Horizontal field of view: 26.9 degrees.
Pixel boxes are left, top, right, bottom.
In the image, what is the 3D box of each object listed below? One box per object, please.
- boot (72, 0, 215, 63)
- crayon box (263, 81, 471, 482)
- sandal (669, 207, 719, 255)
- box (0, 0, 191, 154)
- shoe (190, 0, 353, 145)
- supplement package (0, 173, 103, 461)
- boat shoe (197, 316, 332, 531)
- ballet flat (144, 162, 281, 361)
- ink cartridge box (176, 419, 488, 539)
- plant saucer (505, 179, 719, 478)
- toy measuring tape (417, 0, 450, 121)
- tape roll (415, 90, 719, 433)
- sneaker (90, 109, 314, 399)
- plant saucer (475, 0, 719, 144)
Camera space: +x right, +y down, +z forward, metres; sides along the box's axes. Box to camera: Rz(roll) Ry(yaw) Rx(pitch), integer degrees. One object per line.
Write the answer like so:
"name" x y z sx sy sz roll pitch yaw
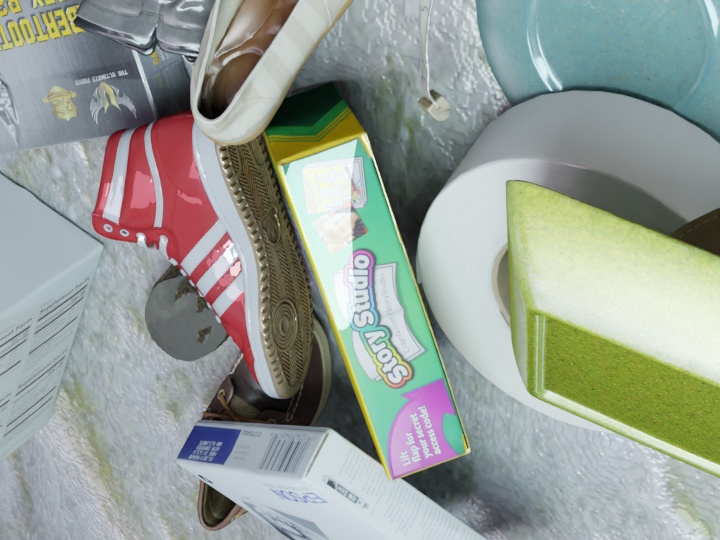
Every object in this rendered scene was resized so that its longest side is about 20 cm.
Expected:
"boot" -0.154 -0.207 0.913 0.199 0.070 0.132 21 100 8
"crayon box" 0.000 0.000 0.916 0.058 0.173 0.201 -20 108 -2
"sandal" 0.253 -0.005 0.769 0.211 0.078 0.070 -21 130 -7
"box" -0.225 -0.166 1.038 0.199 0.048 0.159 -5 112 33
"shoe" -0.042 -0.165 0.871 0.070 0.053 0.201 28 94 16
"supplement package" -0.318 0.044 1.142 0.151 0.151 0.201 34 128 12
"boat shoe" -0.078 0.111 1.085 0.072 0.072 0.201 33 128 11
"ballet flat" -0.100 -0.008 1.057 0.067 0.046 0.200 31 133 2
"ink cartridge box" -0.001 0.166 0.991 0.200 0.041 0.199 36 160 -22
"plant saucer" 0.156 0.049 0.753 0.199 0.048 0.200 23 162 15
"toy measuring tape" 0.062 -0.185 0.836 0.073 0.074 0.201 8 114 27
"tape roll" 0.135 -0.002 0.870 0.201 0.071 0.203 20 138 19
"sneaker" -0.104 -0.008 0.978 0.112 0.071 0.201 -5 112 25
"plant saucer" 0.148 -0.136 0.835 0.200 0.039 0.202 15 122 25
